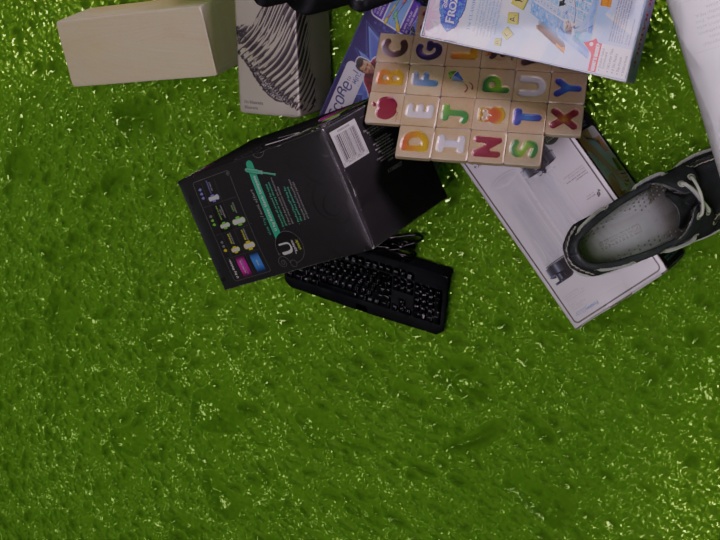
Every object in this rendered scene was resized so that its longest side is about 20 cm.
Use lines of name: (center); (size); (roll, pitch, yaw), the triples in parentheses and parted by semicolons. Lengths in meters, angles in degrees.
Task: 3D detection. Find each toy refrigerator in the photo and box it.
toy refrigerator: (-0.225, -0.250, 1.479); (0.199, 0.070, 0.076); (0, 113, 31)

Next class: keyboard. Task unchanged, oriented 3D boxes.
keyboard: (0.000, 0.000, 1.446); (0.199, 0.040, 0.105); (16, 114, 24)

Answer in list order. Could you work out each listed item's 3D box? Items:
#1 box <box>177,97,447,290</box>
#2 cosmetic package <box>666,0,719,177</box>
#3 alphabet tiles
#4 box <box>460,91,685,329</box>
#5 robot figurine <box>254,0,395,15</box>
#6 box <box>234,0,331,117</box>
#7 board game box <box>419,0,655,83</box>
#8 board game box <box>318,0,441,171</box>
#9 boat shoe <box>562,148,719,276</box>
box: (-0.048, -0.079, 1.337); (0.199, 0.148, 0.125); (-15, 103, 39)
cosmetic package: (0.340, -0.187, 1.085); (0.122, 0.199, 0.201); (-16, 98, 33)
alphabet tiles: (0.108, -0.172, 1.257); (0.199, 0.006, 0.167); (5, 65, 12)
box: (0.199, -0.060, 1.295); (0.117, 0.060, 0.201); (-38, 85, 33)
robot figurine: (-0.015, -0.307, 1.262); (0.125, 0.199, 0.151); (-7, 101, 72)
box: (-0.079, -0.261, 1.386); (0.082, 0.068, 0.201); (7, 110, 29)
board game box: (0.170, -0.285, 1.214); (0.198, 0.041, 0.201); (17, 100, 20)
board game box: (0.039, -0.175, 1.366); (0.135, 0.034, 0.201); (36, 121, 16)
boat shoe: (0.274, -0.051, 1.205); (0.199, 0.060, 0.076); (-32, 87, 2)
